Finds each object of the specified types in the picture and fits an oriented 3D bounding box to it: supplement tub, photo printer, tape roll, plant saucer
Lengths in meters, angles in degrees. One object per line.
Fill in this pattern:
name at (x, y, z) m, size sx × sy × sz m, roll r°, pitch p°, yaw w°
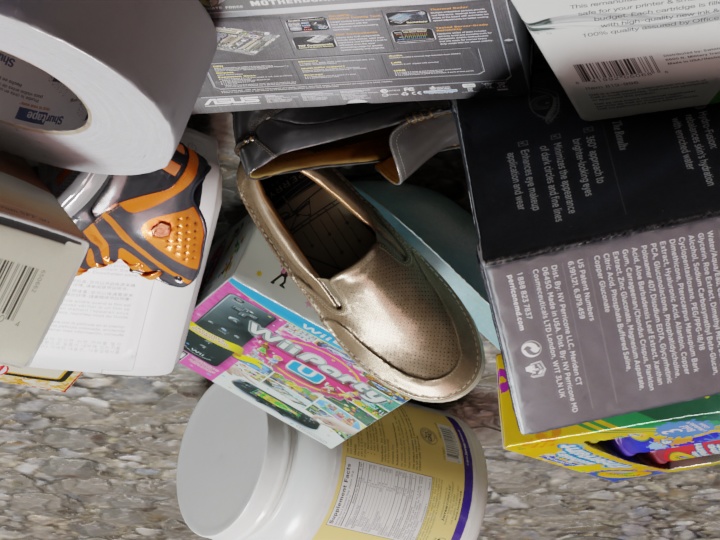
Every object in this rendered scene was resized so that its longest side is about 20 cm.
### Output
supplement tub at (-0.021, 0.157, 2.097) m, size 0.200 × 0.146 × 0.145 m, roll 16°, pitch 153°, yaw -32°
photo printer at (-0.175, -0.022, 1.727) m, size 0.166 × 0.070 × 0.200 m, roll 5°, pitch 140°, yaw -11°
tape roll at (-0.178, -0.124, 1.464) m, size 0.200 × 0.066 × 0.200 m, roll 18°, pitch 162°, yaw 6°
plant saucer at (0.074, 0.003, 1.756) m, size 0.039 × 0.201 × 0.201 m, roll -46°, pitch 151°, yaw -3°

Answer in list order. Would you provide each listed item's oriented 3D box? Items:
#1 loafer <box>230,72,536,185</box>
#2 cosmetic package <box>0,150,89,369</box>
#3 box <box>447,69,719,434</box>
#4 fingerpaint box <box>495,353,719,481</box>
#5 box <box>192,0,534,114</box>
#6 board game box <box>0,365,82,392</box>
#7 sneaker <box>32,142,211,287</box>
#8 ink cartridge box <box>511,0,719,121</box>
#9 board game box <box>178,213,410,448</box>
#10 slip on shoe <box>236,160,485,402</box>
loafer at (0.023, -0.081, 1.625) m, size 0.200 × 0.072 × 0.073 m, roll 0°, pitch 156°, yaw -1°
cosmetic package at (-0.242, -0.040, 1.562) m, size 0.103 × 0.200 × 0.087 m, roll 16°, pitch 109°, yaw -38°
box at (0.162, -0.027, 1.522) m, size 0.200 × 0.197 × 0.118 m, roll -13°, pitch 120°, yaw 4°
fingerpaint box at (0.214, 0.096, 2.000) m, size 0.167 × 0.074 × 0.200 m, roll -11°, pitch 164°, yaw 25°
box at (-0.014, -0.144, 1.509) m, size 0.200 × 0.048 × 0.158 m, roll -3°, pitch 156°, yaw 10°
board game box at (-0.240, 0.021, 1.904) m, size 0.151 × 0.046 × 0.200 m, roll 10°, pitch 155°, yaw -22°
sneaker at (-0.158, -0.009, 1.628) m, size 0.112 × 0.078 × 0.200 m, roll 23°, pitch 136°, yaw -31°
ink cartridge box at (0.155, -0.160, 1.422) m, size 0.146 × 0.083 × 0.200 m, roll -6°, pitch 157°, yaw 17°
board game box at (-0.038, 0.037, 1.826) m, size 0.147 × 0.064 × 0.200 m, roll 29°, pitch 157°, yaw -10°
slip on shoe at (0.000, 0.000, 1.692) m, size 0.076 × 0.200 × 0.061 m, roll -37°, pitch -177°, yaw 1°
